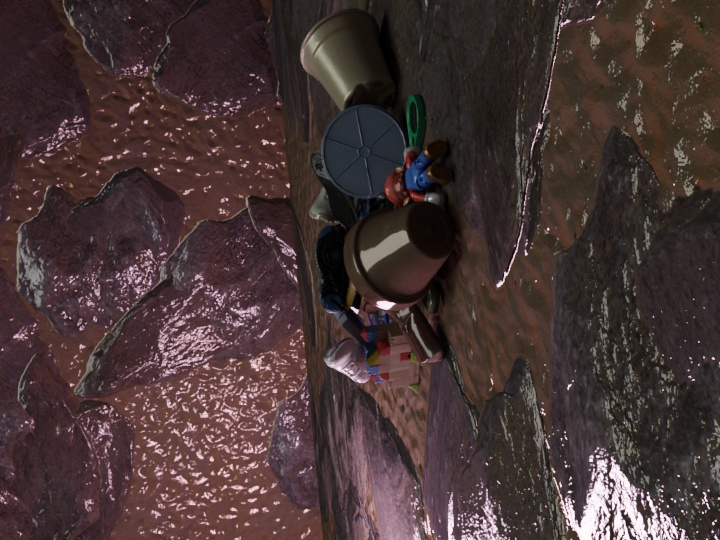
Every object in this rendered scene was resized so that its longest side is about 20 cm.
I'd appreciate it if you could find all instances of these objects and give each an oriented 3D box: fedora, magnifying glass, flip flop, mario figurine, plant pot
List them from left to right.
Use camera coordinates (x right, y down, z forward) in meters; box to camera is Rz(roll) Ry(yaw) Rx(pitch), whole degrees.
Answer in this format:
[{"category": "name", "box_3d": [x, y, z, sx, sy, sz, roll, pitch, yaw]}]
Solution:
[{"category": "plant pot", "box_3d": [-0.014, -0.447, 1.738, 0.202, 0.197, 0.186, 103, 146, -58]}, {"category": "fedora", "box_3d": [0.000, 0.000, 1.820, 0.200, 0.080, 0.205, -178, 90, -79]}, {"category": "plant pot", "box_3d": [0.088, -0.045, 1.474, 0.174, 0.197, 0.204, -35, 61, 56]}, {"category": "flip flop", "box_3d": [0.116, 0.030, 1.633, 0.201, 0.056, 0.082, -116, 23, -60]}, {"category": "magnifying glass", "box_3d": [0.114, -0.258, 1.589, 0.080, 0.022, 0.204, -124, 31, -64]}, {"category": "mario figurine", "box_3d": [0.125, -0.184, 1.502, 0.125, 0.105, 0.200, -63, 14, -19]}]

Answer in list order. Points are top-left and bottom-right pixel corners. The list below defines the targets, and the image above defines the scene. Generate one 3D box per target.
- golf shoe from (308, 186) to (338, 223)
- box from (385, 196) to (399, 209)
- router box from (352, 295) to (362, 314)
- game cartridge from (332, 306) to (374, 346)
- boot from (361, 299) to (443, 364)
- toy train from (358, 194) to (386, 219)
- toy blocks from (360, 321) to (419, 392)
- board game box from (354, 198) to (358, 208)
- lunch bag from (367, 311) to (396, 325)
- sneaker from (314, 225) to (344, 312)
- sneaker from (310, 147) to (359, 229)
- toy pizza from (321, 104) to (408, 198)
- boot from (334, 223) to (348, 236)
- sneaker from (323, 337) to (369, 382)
[{"category": "golf shoe", "box_3d": [-0.077, -0.180, 1.879, 0.201, 0.077, 0.099, -83, 5, -68]}, {"category": "box", "box_3d": [0.071, -0.062, 1.720, 0.159, 0.050, 0.202, -81, -3, -47]}, {"category": "router box", "box_3d": [-0.005, -0.005, 2.030, 0.158, 0.051, 0.202, 99, -177, -53]}, {"category": "game cartridge", "box_3d": [-0.023, 0.122, 1.898, 0.130, 0.038, 0.200, 48, -179, -25]}, {"category": "boot", "box_3d": [0.091, 0.126, 1.641, 0.202, 0.064, 0.187, 57, 154, 9]}, {"category": "toy train", "box_3d": [0.038, -0.166, 1.854, 0.200, 0.085, 0.116, 109, 161, -68]}, {"category": "toy blocks", "box_3d": [0.067, 0.196, 1.769, 0.100, 0.134, 0.203, -115, 21, -54]}, {"category": "board game box", "box_3d": [-0.015, -0.228, 1.942, 0.200, 0.040, 0.204, 52, -134, -88]}, {"category": "lunch bag", "box_3d": [0.064, 0.111, 1.896, 0.201, 0.074, 0.163, -114, 19, -58]}, {"category": "sneaker", "box_3d": [-0.077, -0.003, 1.812, 0.082, 0.072, 0.204, 163, 109, -80]}, {"category": "sneaker", "box_3d": [-0.029, -0.209, 1.795, 0.083, 0.120, 0.202, 4, 125, 50]}, {"category": "toy pizza", "box_3d": [0.010, -0.261, 1.696, 0.032, 0.196, 0.204, -34, -60, -76]}, {"category": "boot", "box_3d": [-0.053, -0.059, 2.015, 0.205, 0.072, 0.156, -76, 2, -55]}, {"category": "sneaker", "box_3d": [-0.017, 0.212, 1.799, 0.100, 0.075, 0.199, 56, -165, 16]}]
